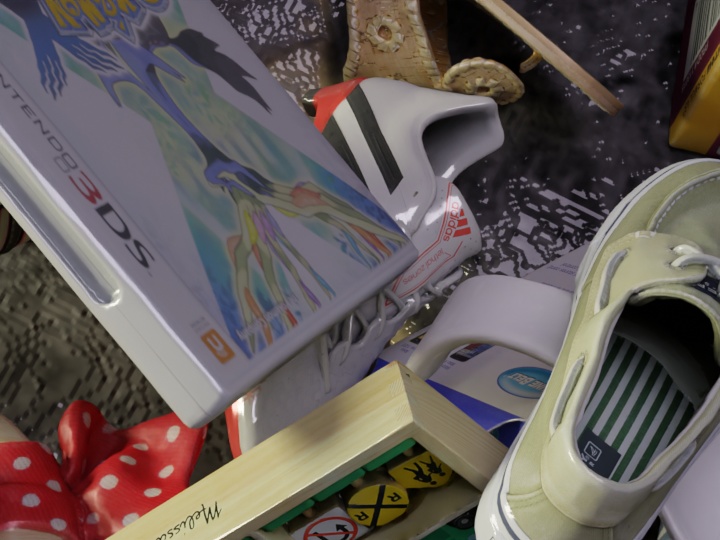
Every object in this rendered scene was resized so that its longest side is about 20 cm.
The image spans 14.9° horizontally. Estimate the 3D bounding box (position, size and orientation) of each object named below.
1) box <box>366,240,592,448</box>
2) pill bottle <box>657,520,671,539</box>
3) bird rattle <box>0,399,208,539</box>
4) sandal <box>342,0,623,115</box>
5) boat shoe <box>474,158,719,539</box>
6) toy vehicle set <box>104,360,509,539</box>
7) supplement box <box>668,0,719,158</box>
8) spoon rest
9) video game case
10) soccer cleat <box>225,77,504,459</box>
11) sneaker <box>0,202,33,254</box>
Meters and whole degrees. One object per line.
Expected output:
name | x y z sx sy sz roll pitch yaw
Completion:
box | 0.100 0.027 1.059 0.200 0.119 0.041 -29 112 -21
pill bottle | 0.156 0.161 1.002 0.120 0.120 0.200 16 62 -3
bird rattle | -0.156 0.080 0.978 0.200 0.113 0.163 41 35 0
sandal | 0.011 -0.109 1.145 0.212 0.078 0.070 43 95 18
boat shoe | 0.100 0.026 0.887 0.072 0.062 0.200 34 46 -4
toy vehicle set | -0.030 0.115 0.919 0.200 0.124 0.027 -33 45 20
supplement box | 0.243 -0.097 1.137 0.200 0.131 0.103 15 63 -5
spoon rest | 0.111 0.061 0.945 0.200 0.061 0.099 29 61 8
video game case | -0.072 -0.047 0.933 0.182 0.022 0.200 50 22 1
soccer cleat | 0.000 0.000 1.054 0.085 0.069 0.200 1 45 20
sneaker | -0.137 -0.032 0.959 0.087 0.200 0.074 -36 83 15
